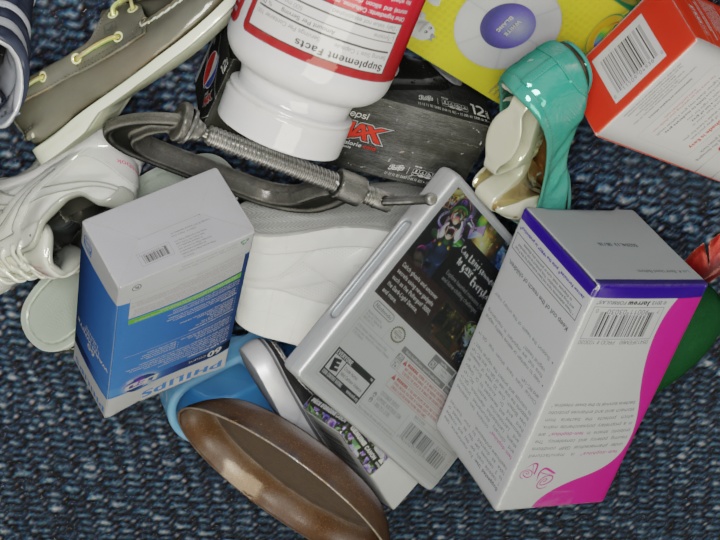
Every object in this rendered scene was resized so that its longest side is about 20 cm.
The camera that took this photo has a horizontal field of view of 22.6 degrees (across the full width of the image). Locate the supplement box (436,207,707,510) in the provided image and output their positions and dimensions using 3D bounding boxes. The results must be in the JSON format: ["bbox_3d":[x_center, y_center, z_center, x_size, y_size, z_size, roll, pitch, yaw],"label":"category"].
[{"bbox_3d":[0.147,0.064,1.286,0.101,0.103,0.200,1,124,-32],"label":"supplement box"}]

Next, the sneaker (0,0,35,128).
[{"bbox_3d":[-0.273,-0.111,1.188,0.070,0.109,0.200,20,127,-26],"label":"sneaker"}]

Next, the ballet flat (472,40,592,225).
[{"bbox_3d":[0.111,-0.080,1.248,0.070,0.067,0.200,-28,151,-20],"label":"ballet flat"}]

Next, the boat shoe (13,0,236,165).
[{"bbox_3d":[-0.157,-0.148,1.200,0.202,0.072,0.060,-35,94,23],"label":"boat shoe"}]

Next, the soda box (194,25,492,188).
[{"bbox_3d":[-0.011,-0.117,1.260,0.200,0.063,0.071,13,129,-21],"label":"soda box"}]

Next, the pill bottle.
[{"bbox_3d":[-0.017,-0.176,1.130,0.112,0.112,0.200,15,110,-23],"label":"pill bottle"}]

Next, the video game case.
[{"bbox_3d":[0.056,0.047,1.320,0.182,0.023,0.200,-51,136,-5],"label":"video game case"}]

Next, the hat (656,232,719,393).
[{"bbox_3d":[0.266,0.044,1.393,0.176,0.166,0.200,3,134,-13],"label":"hat"}]

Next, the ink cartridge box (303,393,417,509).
[{"bbox_3d":[0.056,0.075,1.394,0.200,0.050,0.109,-46,135,-15],"label":"ink cartridge box"}]

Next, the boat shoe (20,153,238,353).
[{"bbox_3d":[-0.166,-0.014,1.337,0.200,0.076,0.060,-35,170,10],"label":"boat shoe"}]

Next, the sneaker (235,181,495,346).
[{"bbox_3d":[0.000,0.000,1.357,0.200,0.074,0.116,-2,127,-11],"label":"sneaker"}]

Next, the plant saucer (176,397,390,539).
[{"bbox_3d":[-0.053,0.159,1.400,0.032,0.200,0.200,-53,135,-20],"label":"plant saucer"}]

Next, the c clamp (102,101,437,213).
[{"bbox_3d":[-0.069,-0.074,1.214,0.200,0.027,0.171,18,168,-21],"label":"c clamp"}]

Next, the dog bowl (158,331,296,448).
[{"bbox_3d":[-0.074,0.078,1.448,0.200,0.050,0.111,-27,132,16],"label":"dog bowl"}]

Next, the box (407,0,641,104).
[{"bbox_3d":[0.105,-0.176,1.235,0.200,0.048,0.117,25,125,-33],"label":"box"}]

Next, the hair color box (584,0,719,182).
[{"bbox_3d":[0.249,-0.124,1.266,0.200,0.061,0.102,15,131,-43],"label":"hair color box"}]

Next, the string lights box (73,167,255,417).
[{"bbox_3d":[-0.141,0.021,1.256,0.103,0.059,0.200,-23,158,-22],"label":"string lights box"}]

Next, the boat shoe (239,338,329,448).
[{"bbox_3d":[-0.027,0.111,1.413,0.066,0.070,0.200,-36,128,-5],"label":"boat shoe"}]

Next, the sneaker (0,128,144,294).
[{"bbox_3d":[-0.236,-0.025,1.284,0.200,0.099,0.078,-37,129,24],"label":"sneaker"}]
